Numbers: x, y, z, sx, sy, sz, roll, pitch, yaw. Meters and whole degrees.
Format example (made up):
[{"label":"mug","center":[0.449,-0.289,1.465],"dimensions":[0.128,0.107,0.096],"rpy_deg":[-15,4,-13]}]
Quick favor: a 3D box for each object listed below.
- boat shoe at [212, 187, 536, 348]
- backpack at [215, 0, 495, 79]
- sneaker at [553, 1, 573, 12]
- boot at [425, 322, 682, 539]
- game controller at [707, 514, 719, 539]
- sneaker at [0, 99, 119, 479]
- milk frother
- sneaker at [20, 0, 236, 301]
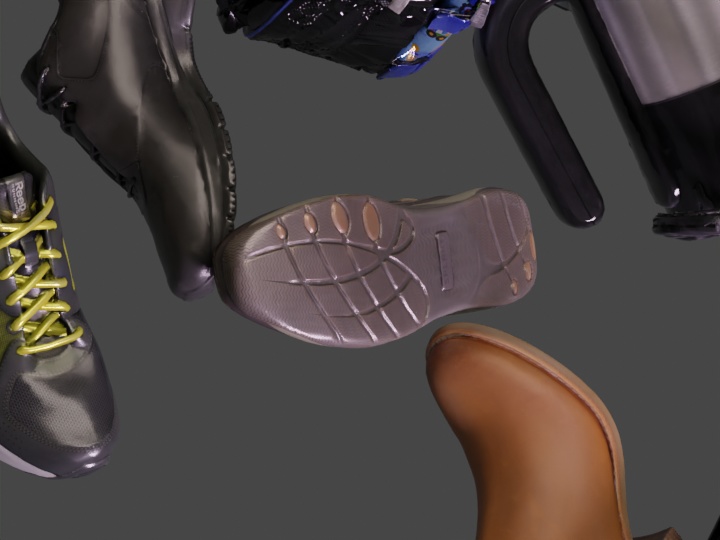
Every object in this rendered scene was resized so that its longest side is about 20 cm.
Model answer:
[{"label":"boat shoe","center":[0.000,0.000,1.299],"dimensions":[0.199,0.073,0.075],"rpy_deg":[-3,88,-44]},{"label":"backpack","center":[0.026,-0.214,1.344],"dimensions":[0.134,0.200,0.183],"rpy_deg":[17,59,-22]},{"label":"sneaker","center":[0.099,-0.232,1.465],"dimensions":[0.076,0.088,0.200],"rpy_deg":[-34,87,-37]},{"label":"boot","center":[0.073,0.135,1.276],"dimensions":[0.200,0.074,0.155],"rpy_deg":[49,48,-4]},{"label":"game controller","center":[0.175,0.165,1.307],"dimensions":[0.042,0.105,0.200],"rpy_deg":[23,47,14]},{"label":"sneaker","center":[-0.165,0.000,1.200],"dimensions":[0.074,0.085,0.200],"rpy_deg":[-25,81,-35]},{"label":"milk frother","center":[0.176,-0.110,1.363],"dimensions":[0.180,0.200,0.189],"rpy_deg":[-31,102,-23]},{"label":"sneaker","center":[-0.114,-0.078,1.286],"dimensions":[0.090,0.076,0.201],"rpy_deg":[-12,76,-14]}]
